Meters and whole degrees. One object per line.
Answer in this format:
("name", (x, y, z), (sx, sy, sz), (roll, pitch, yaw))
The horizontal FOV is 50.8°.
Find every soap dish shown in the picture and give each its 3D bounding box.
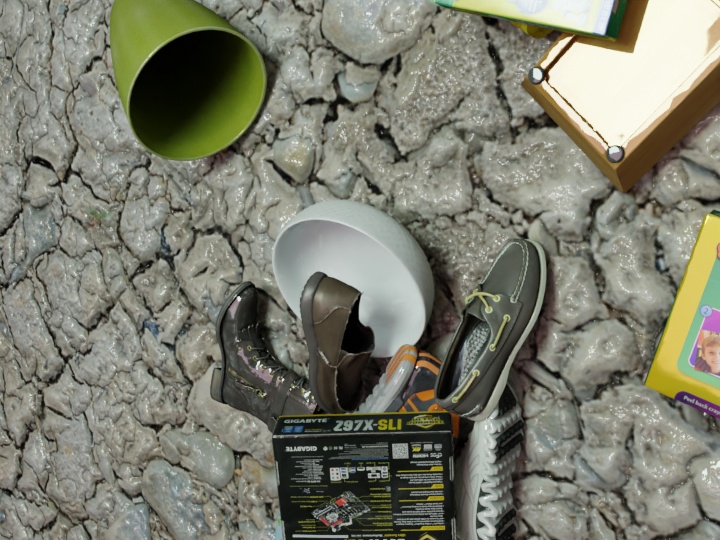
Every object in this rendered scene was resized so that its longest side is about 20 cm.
("soap dish", (0.263, -0.200, 0.713), (0.158, 0.081, 0.201), (51, 119, 16))

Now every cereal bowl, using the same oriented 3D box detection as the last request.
("cereal bowl", (0.000, 0.000, 0.883), (0.196, 0.084, 0.203), (18, 134, 20))

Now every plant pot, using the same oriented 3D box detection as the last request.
("plant pot", (-0.246, -0.280, 0.985), (0.189, 0.185, 0.201), (-54, 54, 25))

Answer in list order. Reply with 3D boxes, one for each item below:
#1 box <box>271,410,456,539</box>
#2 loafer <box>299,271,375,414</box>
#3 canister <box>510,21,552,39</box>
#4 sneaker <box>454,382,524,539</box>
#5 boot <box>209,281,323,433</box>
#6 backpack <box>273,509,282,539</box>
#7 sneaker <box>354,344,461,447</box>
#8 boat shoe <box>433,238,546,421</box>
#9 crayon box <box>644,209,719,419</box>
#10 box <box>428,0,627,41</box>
("box", (0.007, 0.240, 0.834), (0.195, 0.049, 0.164), (-3, 108, 6))
("loafer", (-0.019, 0.095, 0.864), (0.069, 0.074, 0.203), (10, 134, 22))
("canister", (0.149, -0.357, 0.764), (0.200, 0.086, 0.150), (47, 118, 20))
("sneaker", (0.135, 0.221, 0.856), (0.080, 0.074, 0.205), (11, 101, 39))
("boot", (-0.111, 0.132, 1.006), (0.171, 0.069, 0.204), (23, 115, 25))
("backpack", (-0.042, 0.348, 0.952), (0.161, 0.153, 0.204), (24, 120, 20))
("sneaker", (0.051, 0.189, 0.880), (0.110, 0.078, 0.202), (28, 118, -7))
("boat shoe", (0.137, 0.057, 0.806), (0.071, 0.060, 0.205), (18, 88, 55))
("crayon box", (0.383, 0.061, 0.684), (0.197, 0.058, 0.176), (23, 107, 27))
("box", (0.149, -0.289, 0.692), (0.197, 0.048, 0.120), (21, 108, 30))
